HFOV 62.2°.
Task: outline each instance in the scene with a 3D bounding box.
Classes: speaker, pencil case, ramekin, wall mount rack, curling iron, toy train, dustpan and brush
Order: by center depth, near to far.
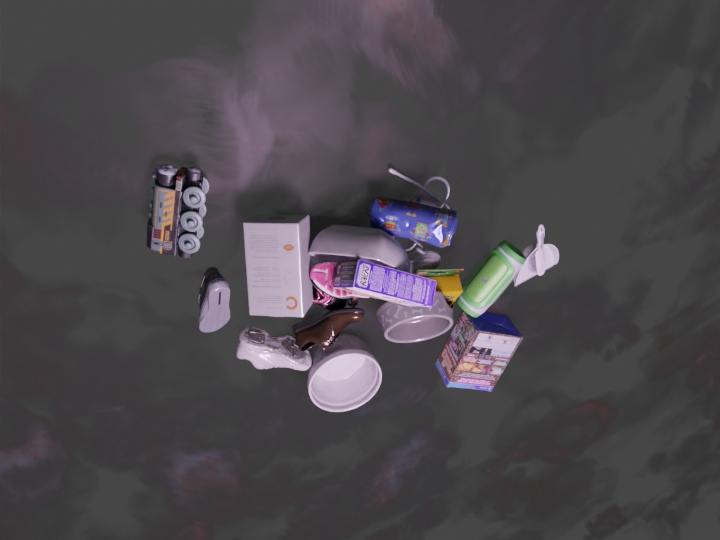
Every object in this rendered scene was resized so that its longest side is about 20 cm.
[{"bbox_3d":[-0.374,-0.120,1.217,0.111,0.086,0.203,9,120,-12],"label":"toy train"},{"bbox_3d":[0.112,-0.104,1.305,0.195,0.078,0.089,11,113,8],"label":"pencil case"},{"bbox_3d":[0.111,-0.139,1.371,0.172,0.075,0.202,34,111,2],"label":"wall mount rack"},{"bbox_3d":[0.000,0.000,1.447,0.025,0.050,0.204,5,116,-22],"label":"curling iron"},{"bbox_3d":[0.336,0.023,1.542,0.087,0.089,0.201,24,113,-30],"label":"speaker"},{"bbox_3d":[0.458,-0.047,1.542,0.137,0.057,0.203,-26,128,-10],"label":"dustpan and brush"},{"bbox_3d":[-0.050,0.261,1.565,0.195,0.106,0.204,-9,126,-13],"label":"ramekin"}]

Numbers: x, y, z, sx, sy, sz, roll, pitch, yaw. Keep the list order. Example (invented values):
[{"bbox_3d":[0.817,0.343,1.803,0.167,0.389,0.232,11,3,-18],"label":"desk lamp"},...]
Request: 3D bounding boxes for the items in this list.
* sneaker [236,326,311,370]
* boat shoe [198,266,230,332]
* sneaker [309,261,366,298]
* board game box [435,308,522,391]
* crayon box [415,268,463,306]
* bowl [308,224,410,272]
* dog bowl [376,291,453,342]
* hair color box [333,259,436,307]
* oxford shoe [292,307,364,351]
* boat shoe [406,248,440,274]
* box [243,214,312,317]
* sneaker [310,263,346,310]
[{"bbox_3d":[-0.220,0.212,1.499,0.196,0.079,0.100,23,126,-12],"label":"sneaker"},{"bbox_3d":[-0.334,0.067,1.364,0.071,0.072,0.201,-7,146,-29],"label":"boat shoe"},{"bbox_3d":[-0.056,0.028,1.365,0.086,0.076,0.198,-6,168,39],"label":"sneaker"},{"bbox_3d":[0.328,0.225,1.670,0.156,0.097,0.203,10,120,-24],"label":"board game box"},{"bbox_3d":[0.169,0.062,1.480,0.124,0.052,0.201,-2,153,-16],"label":"crayon box"},{"bbox_3d":[0.007,-0.044,1.320,0.199,0.196,0.076,29,70,-62],"label":"bowl"},{"bbox_3d":[0.137,0.119,1.457,0.195,0.060,0.201,-9,154,-4],"label":"dog bowl"},{"bbox_3d":[0.052,0.029,1.283,0.196,0.109,0.066,16,82,-25],"label":"hair color box"},{"bbox_3d":[-0.071,0.147,1.462,0.197,0.086,0.072,-24,157,22],"label":"oxford shoe"},{"bbox_3d":[0.110,-0.002,1.461,0.195,0.069,0.073,-5,125,-14],"label":"boat shoe"},{"bbox_3d":[-0.174,-0.012,1.283,0.121,0.098,0.205,2,105,9],"label":"box"},{"bbox_3d":[-0.101,0.052,1.413,0.079,0.096,0.199,-43,127,12],"label":"sneaker"}]
